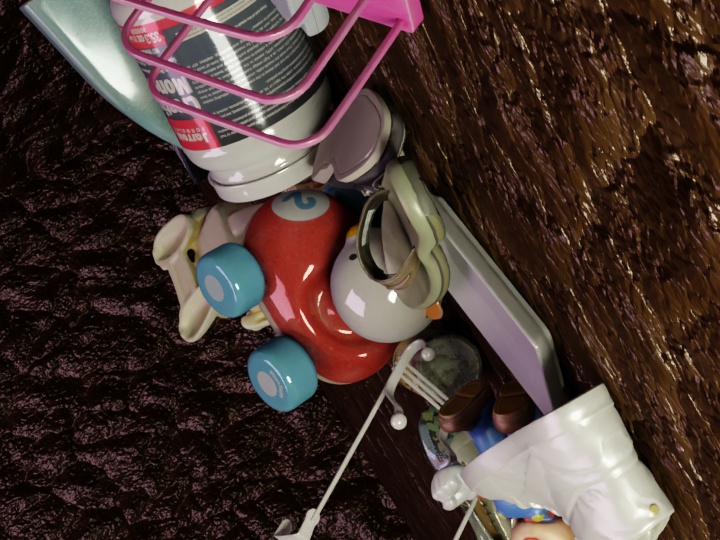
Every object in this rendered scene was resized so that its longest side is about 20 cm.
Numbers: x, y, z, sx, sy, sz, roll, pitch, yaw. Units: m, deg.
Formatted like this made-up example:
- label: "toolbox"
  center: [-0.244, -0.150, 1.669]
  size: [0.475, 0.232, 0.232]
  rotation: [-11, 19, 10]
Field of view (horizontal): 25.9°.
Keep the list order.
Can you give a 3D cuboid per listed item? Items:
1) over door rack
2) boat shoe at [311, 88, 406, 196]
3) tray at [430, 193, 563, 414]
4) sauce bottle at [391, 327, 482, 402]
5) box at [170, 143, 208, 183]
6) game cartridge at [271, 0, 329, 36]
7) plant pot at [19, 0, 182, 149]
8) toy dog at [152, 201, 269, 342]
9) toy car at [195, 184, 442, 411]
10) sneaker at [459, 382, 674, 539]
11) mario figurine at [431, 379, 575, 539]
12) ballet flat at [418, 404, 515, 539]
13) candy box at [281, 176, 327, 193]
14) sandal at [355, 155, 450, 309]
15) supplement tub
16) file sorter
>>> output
- label: "over door rack"
  center: [0.048, 0.180, 1.285]
  size: [0.148, 0.200, 0.067]
  rotation: [42, 165, -24]
- label: "boat shoe"
  center: [0.012, -0.093, 1.212]
  size: [0.062, 0.073, 0.200]
  rotation: [18, 175, -12]
- label: "tray"
  center: [0.093, 0.018, 1.141]
  size: [0.200, 0.022, 0.108]
  rotation: [54, 172, 41]
- label: "sauce bottle"
  center: [0.064, 0.085, 1.450]
  size: [0.065, 0.064, 0.200]
  rotation: [60, 174, -2]
- label: "box"
  center: [-0.200, -0.246, 1.751]
  size: [0.199, 0.123, 0.201]
  rotation: [53, 169, 39]
- label: "game cartridge"
  center: [-0.089, -0.282, 1.177]
  size: [0.200, 0.041, 0.133]
  rotation: [56, 168, 31]
- label: "plant pot"
  center: [-0.178, -0.224, 1.458]
  size: [0.200, 0.196, 0.196]
  rotation: [53, 175, -15]
- label: "toy dog"
  center: [-0.101, -0.020, 1.730]
  size: [0.194, 0.199, 0.140]
  rotation: [-55, 51, 32]
- label: "toy car"
  center: [0.000, 0.000, 1.318]
  size: [0.200, 0.184, 0.178]
  rotation: [-23, 97, 55]
- label: "sneaker"
  center: [0.138, 0.157, 1.061]
  size: [0.116, 0.073, 0.200]
  rotation: [59, 159, 8]
- label: "mario figurine"
  center: [0.130, 0.188, 1.219]
  size: [0.201, 0.106, 0.123]
  rotation: [62, 170, -22]
- label: "ballet flat"
  center: [0.130, 0.219, 1.578]
  size: [0.201, 0.074, 0.074]
  rotation: [59, 173, -2]
- label: "candy box"
  center: [-0.026, -0.054, 1.563]
  size: [0.201, 0.055, 0.116]
  rotation: [58, 173, 26]
- label: "sandal"
  center: [0.023, -0.024, 1.140]
  size: [0.080, 0.057, 0.201]
  rotation: [58, 172, 19]
- label: "supplement tub"
  center: [-0.109, -0.174, 1.321]
  size: [0.201, 0.140, 0.140]
  rotation: [64, 172, -25]
- label: "file sorter"
  center: [-0.069, -0.180, 0.852]
  size: [0.138, 0.126, 0.200]
  rotation: [21, 153, 25]
